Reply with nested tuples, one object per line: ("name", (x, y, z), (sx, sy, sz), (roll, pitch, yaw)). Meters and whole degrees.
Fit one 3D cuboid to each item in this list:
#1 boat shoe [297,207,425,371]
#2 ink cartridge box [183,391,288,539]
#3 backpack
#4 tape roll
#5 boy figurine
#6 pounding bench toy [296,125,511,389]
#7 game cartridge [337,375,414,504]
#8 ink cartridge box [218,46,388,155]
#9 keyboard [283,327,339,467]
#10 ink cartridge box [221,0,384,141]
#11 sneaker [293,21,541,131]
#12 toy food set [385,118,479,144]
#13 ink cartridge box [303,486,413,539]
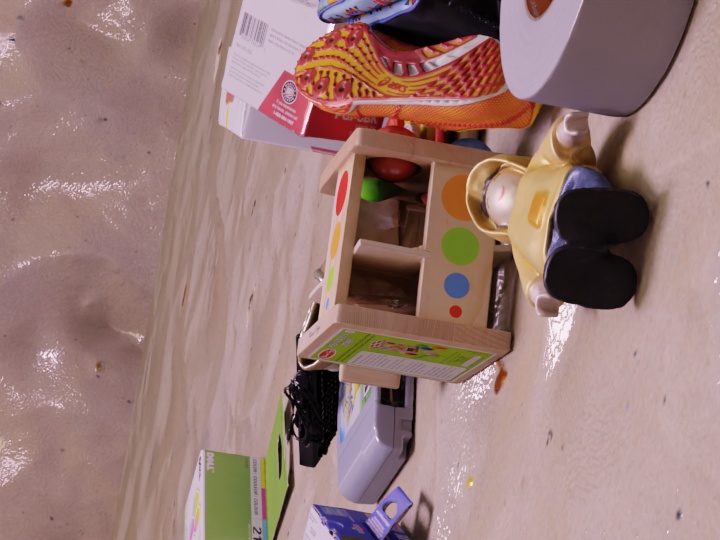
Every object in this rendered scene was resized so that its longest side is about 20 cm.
("boat shoe", (0.000, 0.000, 1.589), (0.072, 0.076, 0.200), (38, 127, 32))
("ink cartridge box", (-0.133, 0.242, 2.182), (0.148, 0.076, 0.200), (-95, 18, -51))
("backpack", (0.069, -0.258, 1.471), (0.183, 0.134, 0.201), (-175, 103, -72))
("tape roll", (0.144, -0.195, 1.240), (0.200, 0.066, 0.201), (-170, 90, -79))
("boy figurine", (0.117, -0.039, 1.254), (0.200, 0.064, 0.125), (-131, 49, -71))
("pounding bench toy", (0.027, -0.007, 1.499), (0.200, 0.124, 0.156), (135, 143, -71))
("game cartridge", (0.013, 0.085, 1.719), (0.133, 0.040, 0.200), (112, 164, -58))
("ink cartridge box", (-0.049, -0.157, 1.939), (0.200, 0.145, 0.084), (-141, 60, -77))
("keyboard", (-0.027, 0.107, 1.802), (0.104, 0.040, 0.200), (-56, -21, -34))
("ink cartridge box", (-0.028, -0.223, 1.733), (0.147, 0.083, 0.201), (35, 114, 50))
("sneaker", (0.035, -0.124, 1.438), (0.200, 0.077, 0.073), (14, 72, 39))
("toy food set", (0.054, -0.120, 1.651), (0.198, 0.049, 0.200), (-92, 17, -45))
("ink cartridge box", (-0.007, 0.262, 1.559), (0.136, 0.076, 0.201), (-143, 64, -75))
